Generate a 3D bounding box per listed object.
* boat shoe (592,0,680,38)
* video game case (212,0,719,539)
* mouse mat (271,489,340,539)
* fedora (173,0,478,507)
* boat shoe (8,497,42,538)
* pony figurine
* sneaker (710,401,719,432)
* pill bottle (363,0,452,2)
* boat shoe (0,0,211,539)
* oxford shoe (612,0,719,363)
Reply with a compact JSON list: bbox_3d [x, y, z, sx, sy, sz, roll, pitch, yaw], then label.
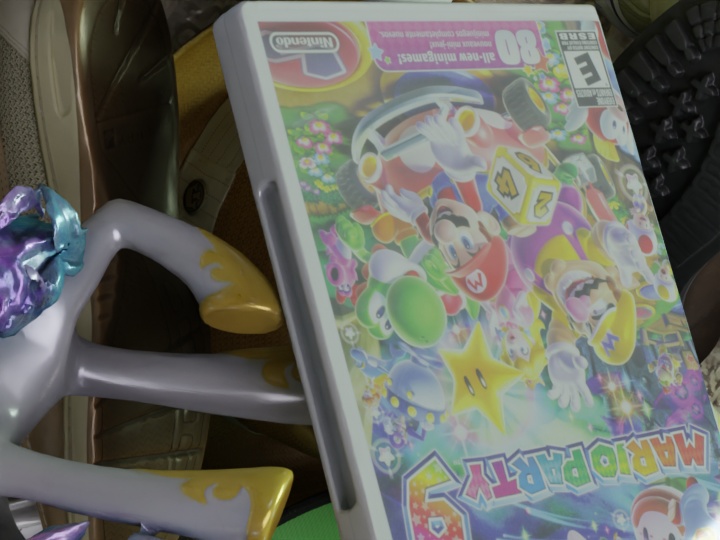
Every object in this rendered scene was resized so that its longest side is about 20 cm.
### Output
[{"bbox_3d":[0.146,-0.171,0.917,0.072,0.062,0.201,15,101,-33],"label":"boat shoe"},{"bbox_3d":[0.040,0.016,0.758,0.143,0.018,0.201,-4,73,-39],"label":"video game case"},{"bbox_3d":[-0.001,0.119,0.886,0.160,0.200,0.008,22,58,-34],"label":"mouse mat"},{"bbox_3d":[0.000,0.000,0.884,0.200,0.082,0.202,-11,113,-27],"label":"fedora"},{"bbox_3d":[-0.155,0.119,0.848,0.200,0.069,0.071,-36,122,-14],"label":"boat shoe"},{"bbox_3d":[-0.119,0.050,0.727,0.167,0.199,0.194,100,12,-61],"label":"pony figurine"},{"bbox_3d":[0.109,0.059,0.873,0.080,0.130,0.200,-56,157,-26],"label":"sneaker"},{"bbox_3d":[0.014,-0.188,0.809,0.104,0.104,0.201,16,100,-33],"label":"pill bottle"},{"bbox_3d":[-0.094,0.004,0.825,0.072,0.065,0.201,-18,106,-60],"label":"boat shoe"},{"bbox_3d":[0.117,-0.030,0.931,0.084,0.073,0.201,-35,155,-39],"label":"oxford shoe"}]
